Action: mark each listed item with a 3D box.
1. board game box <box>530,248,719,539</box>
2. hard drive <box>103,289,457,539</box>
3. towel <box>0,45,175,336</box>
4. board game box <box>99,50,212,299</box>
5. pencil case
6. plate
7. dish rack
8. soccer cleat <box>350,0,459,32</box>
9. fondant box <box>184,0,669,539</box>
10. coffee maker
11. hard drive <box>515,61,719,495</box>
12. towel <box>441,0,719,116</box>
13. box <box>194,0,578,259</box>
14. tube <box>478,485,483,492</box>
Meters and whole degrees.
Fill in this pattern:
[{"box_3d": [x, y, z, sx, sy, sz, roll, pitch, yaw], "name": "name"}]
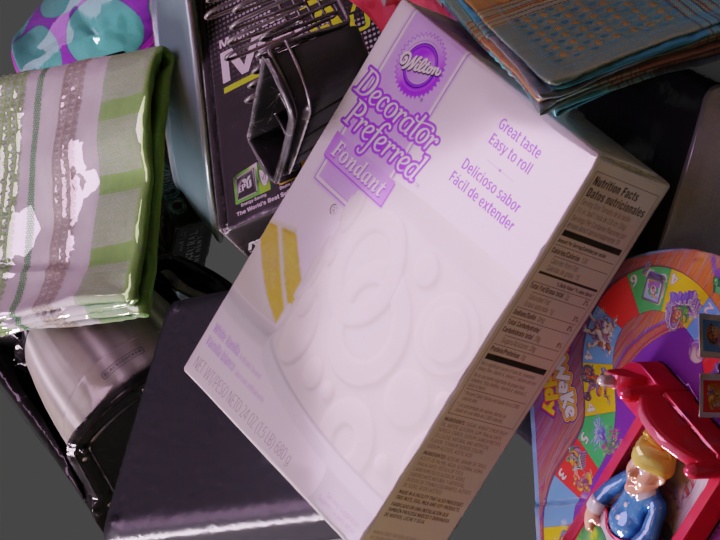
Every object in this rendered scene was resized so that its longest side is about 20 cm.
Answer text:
[{"box_3d": [0.113, 0.091, 1.084, 0.158, 0.039, 0.202, -11, 78, 49], "name": "board game box"}, {"box_3d": [-0.028, 0.065, 1.260, 0.199, 0.033, 0.140, -10, 53, 36], "name": "hard drive"}, {"box_3d": [-0.182, -0.040, 1.419, 0.199, 0.031, 0.150, -8, 75, 42], "name": "towel"}, {"box_3d": [-0.138, -0.020, 1.625, 0.136, 0.028, 0.201, 61, 156, 29], "name": "board game box"}, {"box_3d": [-0.132, -0.185, 1.681, 0.200, 0.085, 0.093, -47, 68, 18], "name": "pencil case"}, {"box_3d": [-0.099, -0.114, 1.461, 0.200, 0.025, 0.202, 174, 90, -89], "name": "plate"}, {"box_3d": [-0.056, -0.153, 1.235, 0.201, 0.054, 0.153, 65, 169, 8], "name": "dish rack"}, {"box_3d": [0.034, -0.132, 1.264, 0.200, 0.076, 0.067, 47, 150, 34], "name": "soccer cleat"}, {"box_3d": [0.024, 0.004, 1.148, 0.144, 0.058, 0.201, 42, 106, 40], "name": "fondant box"}, {"box_3d": [-0.151, 0.063, 1.505, 0.200, 0.134, 0.193, 48, 143, 39], "name": "coffee maker"}, {"box_3d": [0.120, -0.002, 1.175, 0.135, 0.042, 0.201, 40, 115, 62], "name": "hard drive"}, {"box_3d": [0.111, -0.130, 1.156, 0.200, 0.146, 0.022, -125, 20, -59], "name": "towel"}, {"box_3d": [0.013, -0.121, 1.337, 0.199, 0.048, 0.194, -22, 54, 20], "name": "box"}, {"box_3d": [-0.035, 0.111, 1.291, 0.199, 0.051, 0.077, -19, 13, 28], "name": "tube"}]
